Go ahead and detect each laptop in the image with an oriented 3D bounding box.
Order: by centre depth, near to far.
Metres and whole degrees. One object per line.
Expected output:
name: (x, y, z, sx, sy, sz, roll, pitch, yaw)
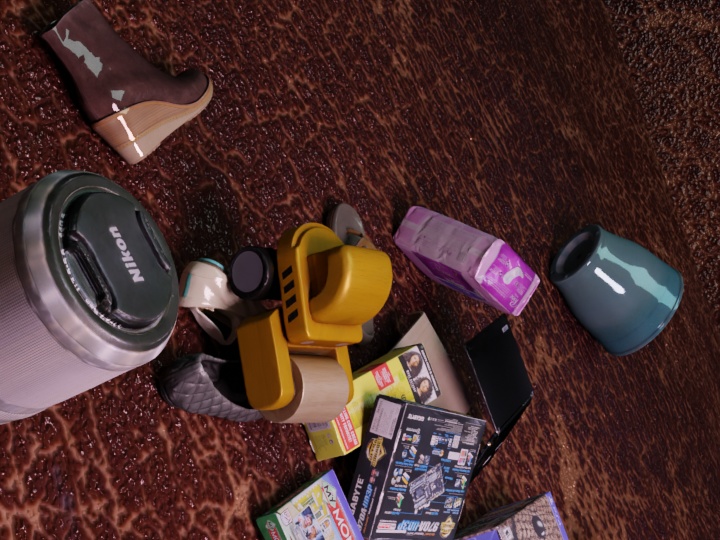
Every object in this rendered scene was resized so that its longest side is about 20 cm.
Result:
laptop: (0.159, 0.185, 1.691, 0.103, 0.201, 0.177, 36, 24, 13)

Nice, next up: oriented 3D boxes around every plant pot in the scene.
plant pot: (0.458, 0.023, 2.312, 0.188, 0.200, 0.201, 37, 36, -18)

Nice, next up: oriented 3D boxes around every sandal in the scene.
sandal: (0.000, 0.000, 1.628, 0.082, 0.054, 0.201, 35, 40, -45)

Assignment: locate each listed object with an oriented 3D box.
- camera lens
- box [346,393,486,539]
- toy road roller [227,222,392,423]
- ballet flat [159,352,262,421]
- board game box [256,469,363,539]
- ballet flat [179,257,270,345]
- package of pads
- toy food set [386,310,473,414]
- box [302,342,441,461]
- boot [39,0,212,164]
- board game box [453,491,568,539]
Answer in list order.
camera lens: (-0.256, 0.025, 0.984, 0.160, 0.199, 0.161, 42, 35, -39)
box: (0.067, 0.238, 1.482, 0.200, 0.046, 0.160, 19, 86, -55)
toy road roller: (-0.041, 0.050, 1.288, 0.123, 0.145, 0.202, 8, 70, -53)
ballet flat: (-0.128, 0.120, 1.297, 0.200, 0.057, 0.067, 9, 62, -59)
board game box: (-0.029, 0.327, 1.326, 0.134, 0.029, 0.201, -25, 91, -63)
ballet flat: (-0.126, 0.060, 1.357, 0.200, 0.069, 0.070, 39, 37, -39)
package of pads: (0.146, -0.016, 1.776, 0.120, 0.200, 0.076, 40, 81, -38)
toy food set: (0.065, 0.158, 1.632, 0.144, 0.060, 0.200, 61, 36, -11)
box: (0.013, 0.152, 1.482, 0.199, 0.050, 0.076, -22, 93, -48)
boot: (-0.245, -0.223, 1.344, 0.167, 0.072, 0.200, 59, 31, -18)
board game box: (0.201, 0.397, 1.627, 0.200, 0.096, 0.160, -9, 77, -62)
